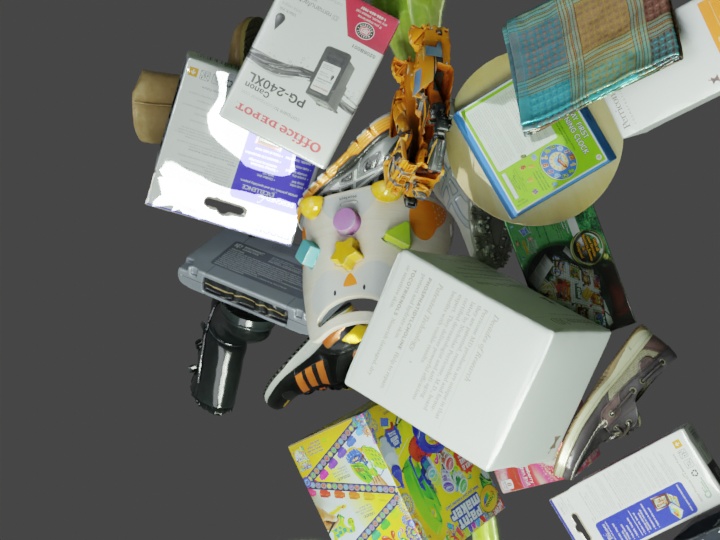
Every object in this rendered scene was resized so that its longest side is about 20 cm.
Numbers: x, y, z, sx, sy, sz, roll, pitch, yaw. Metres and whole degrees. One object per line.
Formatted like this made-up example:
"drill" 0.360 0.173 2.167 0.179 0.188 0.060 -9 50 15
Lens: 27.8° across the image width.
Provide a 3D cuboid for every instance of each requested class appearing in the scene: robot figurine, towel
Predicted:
"robot figurine" 0.065 -0.172 1.660 0.145 0.058 0.201 122 155 -61
"towel" 0.244 -0.246 1.556 0.200 0.022 0.147 -24 60 34

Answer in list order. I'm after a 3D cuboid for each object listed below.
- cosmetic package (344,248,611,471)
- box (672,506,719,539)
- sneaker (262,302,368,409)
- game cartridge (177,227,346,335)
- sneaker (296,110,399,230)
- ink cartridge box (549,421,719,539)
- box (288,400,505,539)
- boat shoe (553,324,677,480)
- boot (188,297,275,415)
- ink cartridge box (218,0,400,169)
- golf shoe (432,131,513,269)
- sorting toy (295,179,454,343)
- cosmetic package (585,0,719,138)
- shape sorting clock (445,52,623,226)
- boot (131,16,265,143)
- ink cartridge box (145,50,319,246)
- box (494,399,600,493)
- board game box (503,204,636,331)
"cosmetic package" 0.128 0.094 1.574 0.200 0.167 0.167 29 103 28
"box" 0.470 0.335 1.570 0.200 0.117 0.197 -32 84 32
"sneaker" -0.047 0.133 1.868 0.090 0.070 0.200 44 123 5
"game cartridge" -0.113 0.009 1.838 0.200 0.133 0.041 22 129 20
"sneaker" -0.005 -0.105 1.785 0.077 0.078 0.200 47 123 1
"ink cartridge box" 0.324 0.262 1.691 0.200 0.037 0.095 -35 83 30
"box" 0.047 0.251 1.759 0.122 0.200 0.193 -27 87 32
"boat shoe" 0.285 0.154 1.623 0.065 0.072 0.200 31 72 13
"boot" -0.170 0.108 1.883 0.198 0.073 0.163 -137 60 -68
"ink cartridge box" -0.061 -0.239 1.722 0.145 0.083 0.200 26 98 -6
"golf shoe" 0.125 -0.094 1.720 0.097 0.078 0.201 -9 91 50
"sorting toy" 0.000 0.000 1.719 0.199 0.107 0.181 -12 54 23
"cosmetic package" 0.353 -0.228 1.538 0.200 0.071 0.102 -27 87 33
"shape sorting clock" 0.196 -0.150 1.639 0.199 0.039 0.201 0 91 13
"boot" -0.209 -0.243 1.882 0.199 0.066 0.176 9 105 31
"ink cartridge box" -0.149 -0.150 1.817 0.198 0.043 0.201 17 110 -9
"box" 0.194 0.147 1.707 0.099 0.095 0.201 -19 90 32
"board game box" 0.233 -0.017 1.665 0.104 0.023 0.201 -20 90 9
